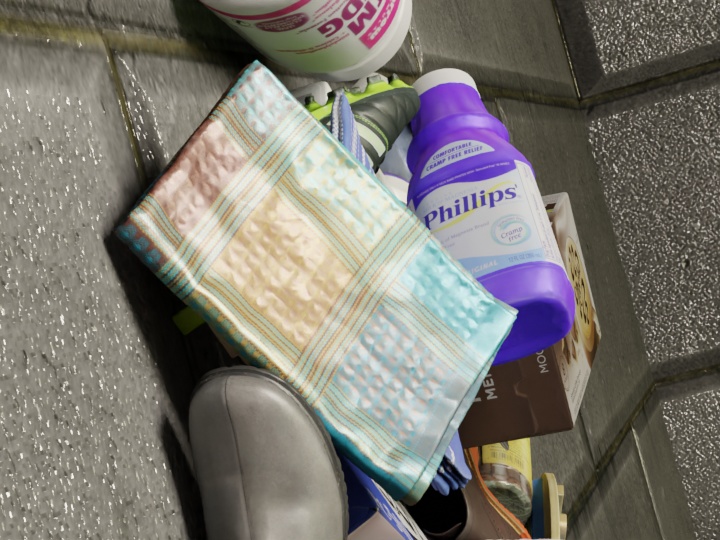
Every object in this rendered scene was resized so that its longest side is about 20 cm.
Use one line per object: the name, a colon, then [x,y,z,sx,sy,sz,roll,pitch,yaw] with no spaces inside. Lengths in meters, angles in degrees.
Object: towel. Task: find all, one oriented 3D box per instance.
towel: [0.023,0.016,1.201,0.145,0.024,0.201,-94,166,-47]
towel: [-0.015,0.004,1.050,0.200,0.022,0.147,45,46,-12]

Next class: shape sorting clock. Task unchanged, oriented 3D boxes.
shape sorting clock: [0.137,0.253,1.579,0.200,0.039,0.201,-173,-90,-87]

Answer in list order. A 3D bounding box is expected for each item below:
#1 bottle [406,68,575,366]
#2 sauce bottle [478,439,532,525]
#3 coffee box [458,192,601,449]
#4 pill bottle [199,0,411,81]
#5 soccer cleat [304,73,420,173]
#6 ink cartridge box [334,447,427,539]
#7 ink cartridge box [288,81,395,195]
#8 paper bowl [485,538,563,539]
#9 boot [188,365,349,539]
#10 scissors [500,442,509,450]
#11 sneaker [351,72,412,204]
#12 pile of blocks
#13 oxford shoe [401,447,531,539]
bottle: [0.071,-0.038,1.291,0.065,0.083,0.201,62,12,-51]
sauce bottle: [0.101,0.121,1.634,0.200,0.064,0.065,-84,155,-54]
coffee box: [0.103,0.030,1.409,0.200,0.079,0.114,-51,128,-71]
pill bottle: [-0.037,-0.186,1.286,0.200,0.113,0.114,31,45,-72]
soccer cleat: [-0.021,-0.062,1.252,0.200,0.067,0.081,-32,105,-55]
ink cartridge box: [0.000,0.141,1.151,0.094,0.044,0.200,52,0,32]
ink cartridge box: [0.000,0.000,1.369,0.200,0.050,0.163,60,19,-47]
paper bowl: [0.121,0.272,1.339,0.200,0.104,0.202,14,73,-60]
boot: [-0.043,0.152,0.965,0.132,0.069,0.201,-52,127,-73]
scissors: [0.074,0.083,1.447,0.073,0.014,0.201,-93,164,-48]
sneaker: [0.043,-0.056,1.552,0.200,0.080,0.147,53,29,-46]
pile of blocks: [-0.038,0.034,1.073,0.200,0.062,0.082,36,49,-19]
oxford shoe: [0.066,0.182,1.428,0.201,0.071,0.073,62,23,-16]
